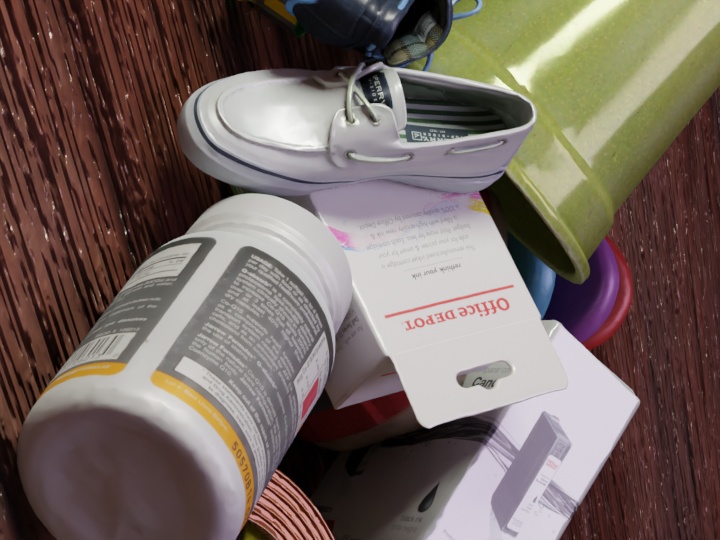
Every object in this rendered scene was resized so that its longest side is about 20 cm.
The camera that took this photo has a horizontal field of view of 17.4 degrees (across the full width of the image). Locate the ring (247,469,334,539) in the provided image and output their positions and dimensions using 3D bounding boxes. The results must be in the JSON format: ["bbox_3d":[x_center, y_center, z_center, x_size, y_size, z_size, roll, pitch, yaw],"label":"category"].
[{"bbox_3d":[-0.069,0.191,1.229,0.200,0.019,0.201,12,73,-44],"label":"ring"}]

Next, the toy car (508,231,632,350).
[{"bbox_3d":[0.108,0.009,1.612,0.200,0.149,0.176,23,71,-68],"label":"toy car"}]

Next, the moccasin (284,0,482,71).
[{"bbox_3d":[0.016,-0.138,1.300,0.081,0.068,0.200,-59,169,19],"label":"moccasin"}]

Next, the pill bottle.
[{"bbox_3d":[-0.079,0.052,1.167,0.200,0.116,0.117,-57,144,-52],"label":"pill bottle"}]

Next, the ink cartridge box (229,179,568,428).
[{"bbox_3d":[0.019,0.001,1.300,0.117,0.067,0.200,-12,68,-37],"label":"ink cartridge box"}]

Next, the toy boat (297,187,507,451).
[{"bbox_3d":[0.000,0.000,1.405,0.131,0.130,0.200,43,46,-26],"label":"toy boat"}]

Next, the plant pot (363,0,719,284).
[{"bbox_3d":[0.134,-0.126,1.449,0.184,0.200,0.200,-42,149,-4],"label":"plant pot"}]

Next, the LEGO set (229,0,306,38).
[{"bbox_3d":[-0.025,-0.236,1.329,0.200,0.116,0.154,-46,166,-41],"label":"LEGO set"}]

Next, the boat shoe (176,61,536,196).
[{"bbox_3d":[0.001,-0.085,1.254,0.199,0.067,0.074,-2,62,-32],"label":"boat shoe"}]

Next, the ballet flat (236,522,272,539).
[{"bbox_3d":[-0.068,0.216,1.277,0.067,0.067,0.201,127,-18,-60],"label":"ballet flat"}]

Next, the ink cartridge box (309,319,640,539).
[{"bbox_3d":[0.053,0.129,1.389,0.084,0.144,0.200,44,67,-23],"label":"ink cartridge box"}]
